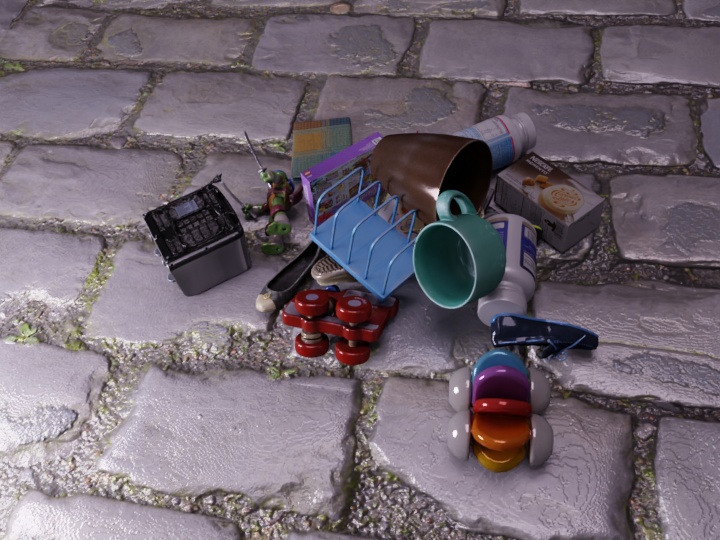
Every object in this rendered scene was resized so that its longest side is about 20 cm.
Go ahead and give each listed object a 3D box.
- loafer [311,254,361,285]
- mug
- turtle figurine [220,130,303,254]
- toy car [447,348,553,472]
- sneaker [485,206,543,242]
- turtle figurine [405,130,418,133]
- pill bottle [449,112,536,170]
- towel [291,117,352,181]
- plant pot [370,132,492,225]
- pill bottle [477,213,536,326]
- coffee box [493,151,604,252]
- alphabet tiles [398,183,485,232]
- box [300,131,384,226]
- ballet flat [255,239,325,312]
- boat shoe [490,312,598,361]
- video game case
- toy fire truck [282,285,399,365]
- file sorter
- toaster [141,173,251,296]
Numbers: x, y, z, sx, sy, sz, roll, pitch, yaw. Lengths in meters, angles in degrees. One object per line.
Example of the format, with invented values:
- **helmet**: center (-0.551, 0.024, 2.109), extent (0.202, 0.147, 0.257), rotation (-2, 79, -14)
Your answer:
- **loafer**: center (0.000, 0.000, 1.564), extent (0.197, 0.069, 0.076), rotation (-13, 32, -16)
- **mug**: center (0.187, -0.034, 1.398), extent (0.113, 0.187, 0.152), rotation (-18, 50, -40)
- **turtle figurine**: center (-0.214, -0.144, 1.681), extent (0.143, 0.199, 0.196), rotation (-32, 49, 25)
- **toy car**: center (0.231, 0.221, 1.315), extent (0.172, 0.151, 0.202), rotation (1, 50, 8)
- **sneaker**: center (0.275, -0.096, 1.626), extent (0.196, 0.075, 0.082), rotation (8, 48, 11)
- **turtle figurine**: center (0.124, -0.212, 1.712), extent (0.150, 0.101, 0.200), rotation (-43, 71, 4)
- **pill bottle**: center (0.282, -0.274, 1.745), extent (0.197, 0.110, 0.109), rotation (-22, 51, -12)
- **towel**: center (-0.089, -0.284, 1.858), extent (0.144, 0.022, 0.202), rotation (-5, 48, 2)
- **plant pot**: center (0.121, -0.188, 1.526), extent (0.198, 0.189, 0.187), rotation (26, 57, 32)
- **pill bottle**: center (0.273, 0.003, 1.510), extent (0.117, 0.121, 0.202), rotation (4, 51, 10)
- **coffee box**: center (0.386, -0.144, 1.642), extent (0.113, 0.080, 0.200), rotation (-31, 54, -23)
- **alphabet tiles**: center (0.155, -0.148, 1.593), extent (0.163, 0.006, 0.203), rotation (-10, 63, 1)
- **box**: center (-0.029, -0.193, 1.698), extent (0.198, 0.138, 0.039), rotation (-30, 53, -18)
- **ballet flat**: center (-0.144, 0.007, 1.599), extent (0.066, 0.057, 0.200), rotation (26, 58, 27)
- **boat shoe**: center (0.326, 0.128, 1.426), extent (0.196, 0.084, 0.070), rotation (8, 73, 3)
- **video game case**: center (0.144, -0.120, 1.597), extent (0.197, 0.026, 0.182), rotation (22, 68, 16)
- **toy fire truck**: center (-0.039, 0.083, 1.506), extent (0.197, 0.114, 0.168), rotation (9, 26, 15)
- **file sorter**: center (0.024, -0.076, 1.490), extent (0.199, 0.124, 0.138), rotation (40, 58, 20)
- **toaster**: center (-0.331, -0.070, 1.645), extent (0.198, 0.120, 0.181), rotation (-27, 53, -14)
